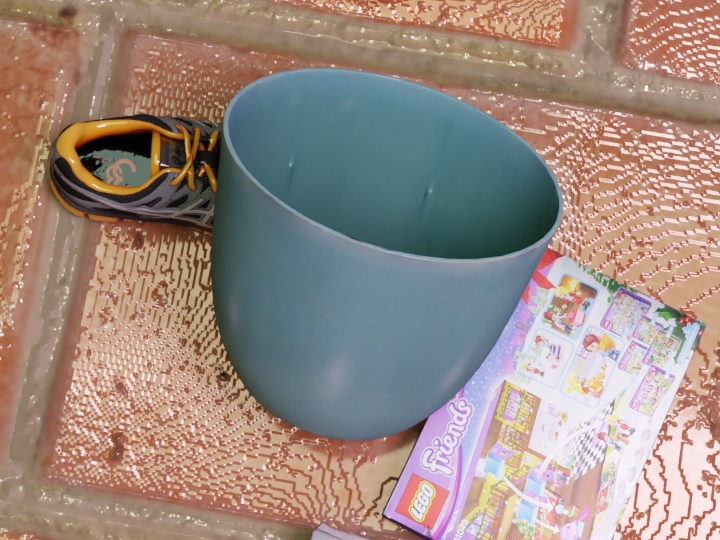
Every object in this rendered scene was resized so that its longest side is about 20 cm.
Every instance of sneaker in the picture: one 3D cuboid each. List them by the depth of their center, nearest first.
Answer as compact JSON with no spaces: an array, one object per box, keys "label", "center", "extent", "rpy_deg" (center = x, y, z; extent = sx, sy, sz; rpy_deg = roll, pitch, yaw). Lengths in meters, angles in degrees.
[{"label":"sneaker","center":[-0.105,-0.064,0.936],"extent":[0.197,0.077,0.079],"rpy_deg":[-2,77,-2]}]

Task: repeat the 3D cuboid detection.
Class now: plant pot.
[{"label":"plant pot","center":[0.000,0.000,0.862],"extent":[0.199,0.201,0.162],"rpy_deg":[21,123,4]}]

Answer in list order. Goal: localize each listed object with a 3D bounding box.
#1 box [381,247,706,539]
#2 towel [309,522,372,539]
[{"label":"box","center":[0.116,0.095,0.923],"extent":[0.136,0.039,0.202],"rpy_deg":[26,81,4]},{"label":"towel","center":[0.025,0.277,0.879],"extent":[0.189,0.032,0.202],"rpy_deg":[20,90,4]}]
